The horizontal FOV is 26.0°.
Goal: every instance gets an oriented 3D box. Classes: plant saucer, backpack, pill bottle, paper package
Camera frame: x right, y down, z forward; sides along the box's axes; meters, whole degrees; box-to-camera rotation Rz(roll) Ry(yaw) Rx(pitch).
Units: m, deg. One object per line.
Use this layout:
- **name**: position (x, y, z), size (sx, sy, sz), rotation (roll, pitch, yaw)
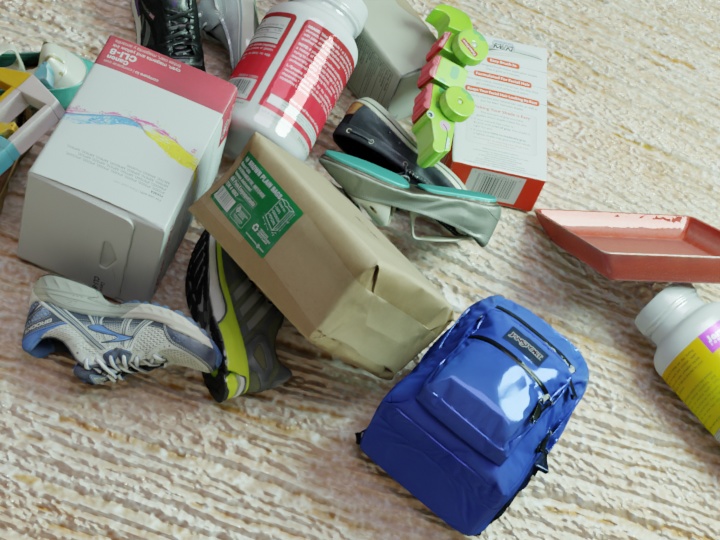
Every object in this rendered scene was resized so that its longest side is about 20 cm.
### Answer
- **plant saucer**: position (0.308, -0.024, 1.667), size (0.198, 0.037, 0.200), rotation (1, 15, -16)
- **backpack**: position (0.128, 0.123, 1.487), size (0.162, 0.168, 0.200), rotation (42, 50, 6)
- **pill bottle**: position (0.375, 0.105, 1.613), size (0.104, 0.104, 0.200), rotation (-28, 68, -31)
- **pill bottle**: position (-0.072, -0.209, 1.656), size (0.112, 0.112, 0.201), rotation (27, 71, 2)
- **paper package**: position (-0.034, -0.011, 1.477), size (0.104, 0.190, 0.200), rotation (-47, 61, 6)

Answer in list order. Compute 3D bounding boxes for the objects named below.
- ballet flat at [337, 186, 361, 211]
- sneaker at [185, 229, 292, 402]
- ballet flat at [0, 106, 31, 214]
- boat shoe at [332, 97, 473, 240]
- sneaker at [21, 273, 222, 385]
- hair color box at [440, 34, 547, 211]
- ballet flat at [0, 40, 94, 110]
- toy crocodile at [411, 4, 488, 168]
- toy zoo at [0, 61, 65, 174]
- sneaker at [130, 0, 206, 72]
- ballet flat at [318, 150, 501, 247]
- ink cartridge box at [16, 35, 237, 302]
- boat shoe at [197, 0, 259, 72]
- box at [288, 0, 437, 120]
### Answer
- **ballet flat**: position (0.000, 0.000, 1.594), size (0.072, 0.072, 0.201), rotation (-18, 61, -27)
- **sneaker**: position (-0.120, 0.037, 1.535), size (0.080, 0.074, 0.201), rotation (4, 60, -28)
- **ballet flat**: position (-0.377, -0.096, 1.542), size (0.068, 0.063, 0.201), rotation (18, 53, -4)
- **boat shoe**: position (0.049, -0.099, 1.673), size (0.200, 0.075, 0.062), rotation (45, 67, 7)
- **sneaker**: position (-0.226, 0.074, 1.462), size (0.199, 0.077, 0.086), rotation (14, 66, 15)
- **hair color box**: position (0.151, -0.171, 1.763), size (0.110, 0.064, 0.201), rotation (11, 55, -8)
- **ballet flat**: position (-0.347, -0.204, 1.623), size (0.199, 0.071, 0.068), rotation (-6, 57, -22)
- **toy crocodile**: position (0.087, -0.198, 1.657), size (0.061, 0.067, 0.201), rotation (24, 60, -18)
- **toy zoo**: position (-0.373, -0.132, 1.519), size (0.131, 0.021, 0.200), rotation (26, 65, 42)
- **sneaker**: position (-0.209, -0.265, 1.699), size (0.075, 0.088, 0.201), rotation (-6, 59, -22)
- **ballet flat**: position (0.047, -0.067, 1.595), size (0.199, 0.064, 0.067), rotation (15, 12, -11)
- **ink cartridge box**: position (-0.229, -0.095, 1.536), size (0.144, 0.146, 0.201), rotation (22, 52, -1)
- **boat shoe**: position (-0.152, -0.288, 1.755), size (0.071, 0.070, 0.202), rotation (-9, 59, 0)
- **box**: position (0.008, -0.271, 1.769), size (0.077, 0.095, 0.201), rotation (-23, 67, -31)
